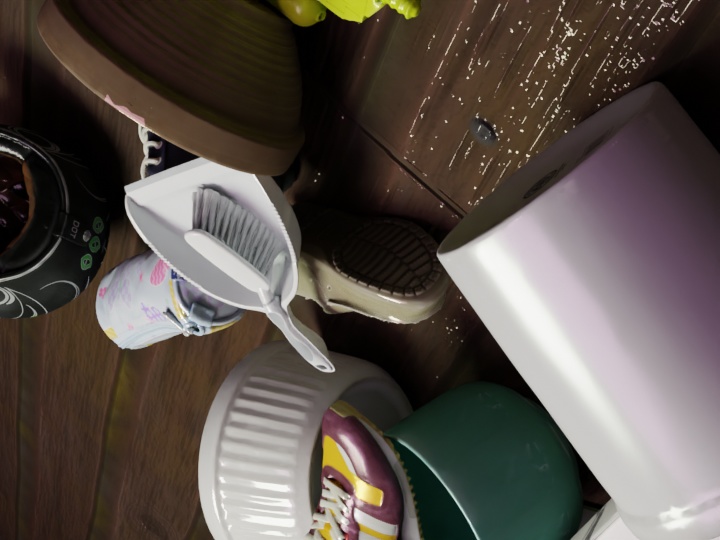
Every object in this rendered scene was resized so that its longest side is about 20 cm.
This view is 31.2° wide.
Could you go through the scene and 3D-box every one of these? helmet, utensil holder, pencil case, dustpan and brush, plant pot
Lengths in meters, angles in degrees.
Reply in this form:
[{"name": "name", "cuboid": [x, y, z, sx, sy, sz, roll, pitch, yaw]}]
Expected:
[{"name": "helmet", "cuboid": [-0.341, -0.046, 1.242, 0.200, 0.200, 0.191, 44, 172, 4]}, {"name": "utensil holder", "cuboid": [0.161, 0.022, 0.722, 0.200, 0.170, 0.170, 51, 149, -5]}, {"name": "pencil case", "cuboid": [-0.176, 0.023, 1.200, 0.083, 0.092, 0.199, 11, 168, -31]}, {"name": "dustpan and brush", "cuboid": [-0.077, 0.004, 0.965, 0.139, 0.058, 0.200, -14, 136, 40]}, {"name": "plant pot", "cuboid": [-0.109, -0.159, 0.876, 0.200, 0.201, 0.093, 39, 109, 11]}]

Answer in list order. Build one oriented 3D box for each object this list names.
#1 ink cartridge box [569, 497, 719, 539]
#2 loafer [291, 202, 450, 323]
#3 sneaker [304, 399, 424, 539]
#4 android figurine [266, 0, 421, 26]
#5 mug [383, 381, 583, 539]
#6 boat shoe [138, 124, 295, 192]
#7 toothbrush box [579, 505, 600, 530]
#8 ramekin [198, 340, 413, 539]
[{"name": "ink cartridge box", "cuboid": [0.220, 0.213, 0.872, 0.145, 0.085, 0.200, 42, 118, 8]}, {"name": "loafer", "cuboid": [0.000, 0.000, 0.993, 0.199, 0.076, 0.069, 25, 146, 48]}, {"name": "sneaker", "cuboid": [-0.007, 0.195, 0.991, 0.075, 0.090, 0.201, 32, 146, 53]}, {"name": "android figurine", "cuboid": [-0.035, -0.231, 0.794, 0.200, 0.041, 0.183, 40, 149, 15]}, {"name": "mug", "cuboid": [0.091, 0.160, 1.009, 0.185, 0.114, 0.153, 23, 138, 59]}, {"name": "boat shoe", "cuboid": [-0.154, -0.106, 1.032, 0.199, 0.093, 0.075, 33, 147, 21]}, {"name": "toothbrush box", "cuboid": [0.208, 0.295, 1.061, 0.145, 0.086, 0.201, 8, 131, 48]}, {"name": "ramekin", "cuboid": [-0.034, 0.163, 1.108, 0.104, 0.200, 0.201, 3, 130, 36]}]
